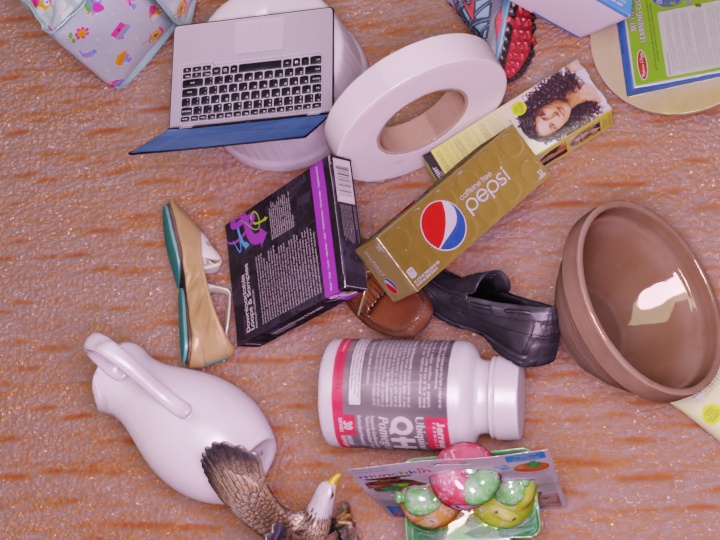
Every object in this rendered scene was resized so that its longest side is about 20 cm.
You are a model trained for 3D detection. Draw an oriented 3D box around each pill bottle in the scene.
[{"bbox_3d":[0.064,0.125,1.247,0.197,0.111,0.112,0,73,14],"label":"pill bottle"}]

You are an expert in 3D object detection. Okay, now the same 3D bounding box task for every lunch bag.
[{"bbox_3d":[-0.277,-0.335,1.440,0.200,0.170,0.122,-44,67,0],"label":"lunch bag"}]

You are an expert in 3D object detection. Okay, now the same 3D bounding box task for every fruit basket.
[{"bbox_3d":[0.097,0.211,1.165,0.183,0.200,0.095,-7,70,11],"label":"fruit basket"}]

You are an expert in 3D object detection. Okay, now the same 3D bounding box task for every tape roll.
[{"bbox_3d":[0.057,-0.167,1.292,0.201,0.203,0.037,-29,69,3],"label":"tape roll"}]

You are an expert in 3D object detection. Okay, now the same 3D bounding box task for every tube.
[{"bbox_3d":[0.391,0.168,1.189,0.058,0.052,0.200,-20,56,-37],"label":"tube"}]

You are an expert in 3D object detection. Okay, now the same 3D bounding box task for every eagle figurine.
[{"bbox_3d":[-0.069,0.252,1.187,0.151,0.199,0.153,-2,76,44],"label":"eagle figurine"}]

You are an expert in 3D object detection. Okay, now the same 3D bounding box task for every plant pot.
[{"bbox_3d":[0.254,0.041,1.213,0.092,0.199,0.203,-32,62,45],"label":"plant pot"}]

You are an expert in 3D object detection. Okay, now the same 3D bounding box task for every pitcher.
[{"bbox_3d":[-0.192,0.145,1.271,0.199,0.172,0.122,31,74,21],"label":"pitcher"}]

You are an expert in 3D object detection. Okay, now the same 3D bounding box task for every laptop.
[{"bbox_3d":[-0.129,-0.199,1.287,0.185,0.116,0.203,-4,72,12],"label":"laptop"}]

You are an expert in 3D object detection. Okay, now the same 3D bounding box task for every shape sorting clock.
[{"bbox_3d":[0.347,-0.259,1.335,0.197,0.039,0.203,-6,71,16],"label":"shape sorting clock"}]

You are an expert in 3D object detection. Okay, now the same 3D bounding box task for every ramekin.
[{"bbox_3d":[-0.094,-0.223,1.401,0.198,0.098,0.203,-4,72,12],"label":"ramekin"}]

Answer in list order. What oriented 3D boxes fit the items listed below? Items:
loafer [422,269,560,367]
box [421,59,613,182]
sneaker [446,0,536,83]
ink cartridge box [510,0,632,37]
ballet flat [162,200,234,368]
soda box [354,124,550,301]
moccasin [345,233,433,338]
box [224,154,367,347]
[{"bbox_3d":[0.128,0.030,1.250,0.200,0.067,0.071,31,118,49],"label":"loafer"},{"bbox_3d":[0.170,-0.140,1.336,0.199,0.050,0.076,-33,69,3],"label":"box"},{"bbox_3d":[0.144,-0.295,1.389,0.095,0.079,0.202,-8,66,29],"label":"sneaker"},{"bbox_3d":[0.225,-0.378,1.338,0.084,0.143,0.202,-15,61,54],"label":"ink cartridge box"},{"bbox_3d":[-0.178,0.014,1.372,0.062,0.069,0.202,-5,66,-16],"label":"ballet flat"},{"bbox_3d":[0.093,-0.058,1.237,0.200,0.064,0.068,-40,94,-23],"label":"soda box"},{"bbox_3d":[0.001,-0.001,1.294,0.074,0.078,0.202,-42,52,2],"label":"moccasin"},{"bbox_3d":[-0.072,-0.016,1.305,0.199,0.036,0.145,-27,63,45],"label":"box"}]
